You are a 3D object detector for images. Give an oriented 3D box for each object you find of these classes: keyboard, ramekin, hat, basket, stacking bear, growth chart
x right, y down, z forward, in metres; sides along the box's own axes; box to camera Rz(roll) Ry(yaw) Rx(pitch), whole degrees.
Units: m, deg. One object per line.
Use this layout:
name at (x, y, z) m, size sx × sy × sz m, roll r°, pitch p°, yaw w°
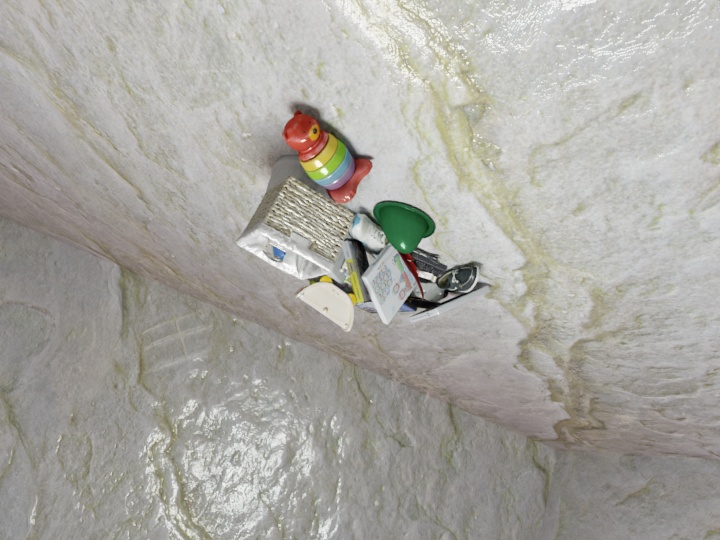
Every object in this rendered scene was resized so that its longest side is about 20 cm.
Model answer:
keyboard at (0.167, -0.038, 1.533) m, size 0.200 × 0.021 × 0.127 m, roll 22°, pitch 159°, yaw -2°
ramekin at (-0.153, -0.198, 1.332) m, size 0.200 × 0.105 × 0.200 m, roll 19°, pitch 159°, yaw 8°
hat at (0.098, -0.057, 1.327) m, size 0.200 × 0.176 × 0.166 m, roll 18°, pitch 159°, yaw 11°
basket at (-0.154, -0.095, 1.195) m, size 0.198 × 0.161 × 0.200 m, roll 30°, pitch 163°, yaw -21°
stacking bear at (-0.087, -0.258, 1.118) m, size 0.114 × 0.122 × 0.200 m, roll 15°, pitch 158°, yaw 48°
growth chart at (-0.003, -0.003, 1.619) m, size 0.018 × 0.145 × 0.200 m, roll 24°, pitch 165°, yaw 31°

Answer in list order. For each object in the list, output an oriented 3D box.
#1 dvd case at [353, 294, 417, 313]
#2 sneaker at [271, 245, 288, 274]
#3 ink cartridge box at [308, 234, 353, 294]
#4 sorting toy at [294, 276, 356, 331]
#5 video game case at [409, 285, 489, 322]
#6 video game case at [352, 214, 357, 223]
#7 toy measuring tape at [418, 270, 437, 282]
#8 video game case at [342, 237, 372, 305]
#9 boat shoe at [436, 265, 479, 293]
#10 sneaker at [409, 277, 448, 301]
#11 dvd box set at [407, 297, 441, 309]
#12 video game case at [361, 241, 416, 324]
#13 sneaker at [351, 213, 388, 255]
dvd case at (0.062, 0.103, 1.621) m, size 0.200 × 0.018 × 0.143 m, roll -8°, pitch 152°, yaw 42°
sneaker at (-0.235, -0.094, 1.574) m, size 0.077 × 0.200 × 0.111 m, roll -8°, pitch 167°, yaw -21°
ink cartridge box at (-0.094, -0.026, 1.639) m, size 0.145 × 0.145 × 0.200 m, roll 11°, pitch 157°, yaw 24°
sorting toy at (-0.117, 0.093, 1.624) m, size 0.200 × 0.107 × 0.180 m, roll 37°, pitch 166°, yaw -17°
video game case at (0.272, 0.106, 1.569) m, size 0.023 × 0.200 × 0.182 m, roll 67°, pitch 156°, yaw 5°
video game case at (-0.130, -0.119, 1.448) m, size 0.200 × 0.182 × 0.023 m, roll -4°, pitch 105°, yaw 48°
toy measuring tape at (0.138, 0.007, 1.592) m, size 0.200 × 0.074 × 0.074 m, roll 19°, pitch 159°, yaw 11°
video game case at (0.000, 0.000, 1.445) m, size 0.025 × 0.181 × 0.200 m, roll -16°, pitch 178°, yaw 13°
boat shoe at (0.285, 0.028, 1.498) m, size 0.060 × 0.076 × 0.200 m, roll 15°, pitch 160°, yaw -10°
sneaker at (0.197, 0.057, 1.665) m, size 0.200 × 0.077 × 0.082 m, roll 24°, pitch -170°, yaw 34°
dvd box set at (0.168, 0.102, 1.739) m, size 0.146 × 0.029 × 0.200 m, roll 11°, pitch -179°, yaw -31°
video game case at (0.091, 0.026, 1.465) m, size 0.024 × 0.182 × 0.200 m, roll 15°, pitch 144°, yaw 38°
sneaker at (0.036, -0.102, 1.434) m, size 0.081 × 0.077 × 0.200 m, roll 13°, pitch 167°, yaw 26°
